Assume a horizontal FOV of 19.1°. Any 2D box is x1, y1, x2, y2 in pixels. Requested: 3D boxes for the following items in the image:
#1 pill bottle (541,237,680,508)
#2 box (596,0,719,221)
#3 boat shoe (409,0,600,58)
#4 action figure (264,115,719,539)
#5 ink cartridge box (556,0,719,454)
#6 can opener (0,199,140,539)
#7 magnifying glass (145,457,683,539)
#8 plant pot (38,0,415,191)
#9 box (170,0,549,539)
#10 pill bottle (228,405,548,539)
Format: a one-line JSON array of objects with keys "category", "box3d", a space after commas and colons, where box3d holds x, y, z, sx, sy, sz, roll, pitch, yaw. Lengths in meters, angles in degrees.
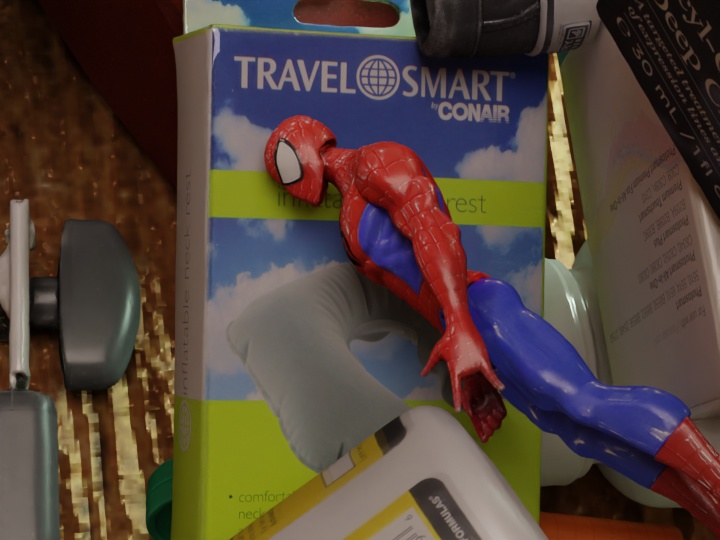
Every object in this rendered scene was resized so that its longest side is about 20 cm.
[{"category": "pill bottle", "box3d": [0.144, 0.028, 0.794, 0.199, 0.112, 0.113, -6, 66, -10]}, {"category": "box", "box3d": [0.160, -0.055, 0.523, 0.107, 0.200, 0.149, -28, 83, -13]}, {"category": "boat shoe", "box3d": [0.026, -0.164, 0.698, 0.068, 0.072, 0.201, -8, 80, -11]}, {"category": "action figure", "box3d": [0.041, 0.022, 0.634, 0.052, 0.065, 0.200, -41, 70, -5]}, {"category": "ink cartridge box", "box3d": [0.145, -0.030, 0.684, 0.128, 0.125, 0.201, -6, 80, -9]}, {"category": "can opener", "box3d": [-0.115, 0.065, 0.774, 0.066, 0.053, 0.200, 3, 65, -7]}, {"category": "magnifying glass", "box3d": [0.021, 0.092, 0.775, 0.199, 0.080, 0.022, 10, 59, -14]}, {"category": "plant pot", "box3d": [-0.026, -0.138, 0.816, 0.199, 0.200, 0.177, -18, 82, -15]}, {"category": "box", "box3d": [0.000, 0.000, 0.707, 0.122, 0.048, 0.201, 1, 90, -20]}, {"category": "pill bottle", "box3d": [-0.025, 0.139, 0.630, 0.200, 0.112, 0.112, -36, 73, 1]}]
